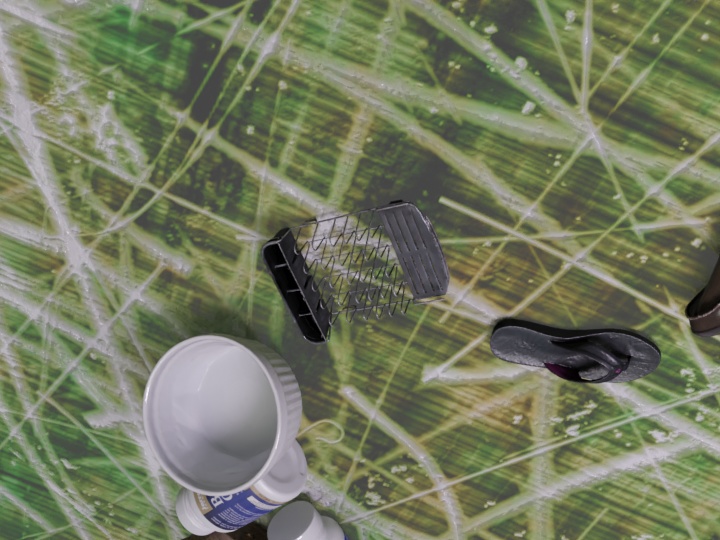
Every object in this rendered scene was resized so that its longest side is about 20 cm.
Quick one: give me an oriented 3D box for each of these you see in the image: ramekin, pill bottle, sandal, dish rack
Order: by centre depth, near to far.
[{"bbox_3d":[0.000,0.000,1.033,0.199,0.055,0.154,-11,122,22],"label":"dish rack"},{"bbox_3d":[0.253,0.106,1.044,0.199,0.048,0.076,6,126,12],"label":"sandal"},{"bbox_3d":[-0.170,0.180,1.132,0.199,0.105,0.202,0,90,20],"label":"ramekin"},{"bbox_3d":[-0.179,0.312,1.271,0.111,0.111,0.200,43,124,-17],"label":"pill bottle"},{"bbox_3d":[-0.059,0.449,1.339,0.112,0.112,0.201,-16,119,25],"label":"pill bottle"}]

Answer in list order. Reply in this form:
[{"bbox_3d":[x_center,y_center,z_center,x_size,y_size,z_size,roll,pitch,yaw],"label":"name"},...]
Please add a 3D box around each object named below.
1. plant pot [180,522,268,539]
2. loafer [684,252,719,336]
[{"bbox_3d":[-0.190,0.447,1.352,0.200,0.201,0.093,25,96,-3],"label":"plant pot"},{"bbox_3d":[0.401,-0.016,0.909,0.071,0.073,0.200,33,119,-3],"label":"loafer"}]
